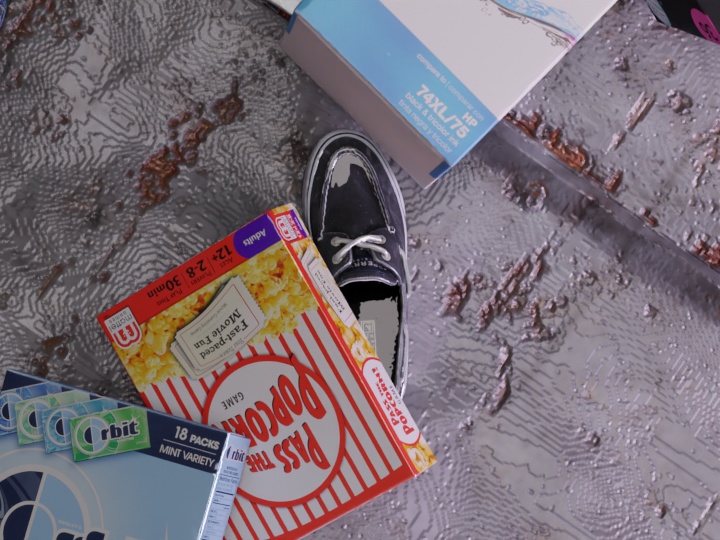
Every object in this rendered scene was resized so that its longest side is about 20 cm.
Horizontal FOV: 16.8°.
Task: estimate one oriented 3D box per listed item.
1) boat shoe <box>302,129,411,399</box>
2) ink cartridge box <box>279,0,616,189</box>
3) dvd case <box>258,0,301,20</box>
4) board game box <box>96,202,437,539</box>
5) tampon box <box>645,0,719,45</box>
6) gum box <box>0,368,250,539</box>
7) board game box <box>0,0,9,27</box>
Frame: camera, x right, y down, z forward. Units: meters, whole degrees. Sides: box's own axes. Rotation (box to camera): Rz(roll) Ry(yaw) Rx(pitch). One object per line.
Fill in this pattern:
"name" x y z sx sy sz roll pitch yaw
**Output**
"boat shoe" 0.000 0.000 1.663 0.072 0.068 0.200 -3 85 -4
"ink cartridge box" 0.069 -0.180 1.624 0.146 0.147 0.200 45 84 -1
"dvd case" 0.021 -0.214 1.707 0.200 0.022 0.146 33 84 0
"board game box" -0.063 0.079 1.632 0.151 0.046 0.200 -31 87 23
"tampon box" 0.221 -0.270 1.623 0.126 0.150 0.200 -34 106 -2
"gum box" -0.182 0.183 1.615 0.170 0.045 0.200 15 85 20
"board game box" -0.318 -0.289 1.669 0.200 0.062 0.200 15 85 -3
